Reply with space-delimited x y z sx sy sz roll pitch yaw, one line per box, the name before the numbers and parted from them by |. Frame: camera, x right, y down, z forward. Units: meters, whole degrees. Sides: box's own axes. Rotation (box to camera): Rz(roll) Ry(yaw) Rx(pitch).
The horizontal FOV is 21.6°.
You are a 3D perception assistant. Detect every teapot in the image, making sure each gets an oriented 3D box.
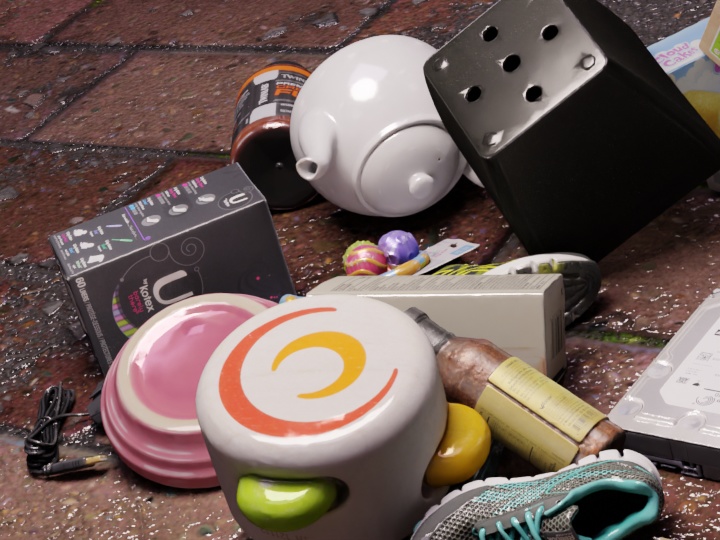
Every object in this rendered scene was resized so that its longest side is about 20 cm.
teapot | 0.038 -0.123 1.852 0.200 0.197 0.146 -32 48 -1

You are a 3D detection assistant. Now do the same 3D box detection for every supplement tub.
supplement tub | -0.084 -0.154 2.023 0.107 0.107 0.200 -13 30 6

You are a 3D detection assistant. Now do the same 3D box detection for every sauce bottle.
sauce bottle | 0.109 0.095 1.463 0.200 0.066 0.066 36 53 22

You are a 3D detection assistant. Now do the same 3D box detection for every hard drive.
hard drive | 0.297 0.087 1.484 0.140 0.038 0.200 9 39 39

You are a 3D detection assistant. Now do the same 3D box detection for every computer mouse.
computer mouse | -0.209 0.120 1.679 0.200 0.046 0.140 -10 29 12

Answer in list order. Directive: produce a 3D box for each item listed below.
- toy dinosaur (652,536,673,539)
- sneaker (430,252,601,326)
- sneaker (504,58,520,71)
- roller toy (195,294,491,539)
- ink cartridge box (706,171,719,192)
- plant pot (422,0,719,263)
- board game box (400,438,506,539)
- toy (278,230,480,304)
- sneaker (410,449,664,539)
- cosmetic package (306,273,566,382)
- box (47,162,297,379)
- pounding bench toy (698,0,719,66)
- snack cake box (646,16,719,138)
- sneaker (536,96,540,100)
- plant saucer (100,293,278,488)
toy dinosaur | 0.202 0.238 1.275 0.200 0.058 0.101 -11 44 26
sneaker | 0.111 0.017 1.661 0.200 0.075 0.085 -15 29 4
sneaker | 0.151 -0.193 1.839 0.080 0.071 0.200 -20 -8 7
roller toy | -0.021 0.121 1.427 0.200 0.140 0.182 -28 42 -16
ink cartridge box | 0.445 -0.117 1.755 0.200 0.050 0.161 -29 31 -29
plant pot | 0.173 -0.142 1.676 0.200 0.177 0.200 -37 52 10
board game box | 0.038 0.163 1.496 0.135 0.028 0.200 -3 32 25
toy | 0.000 0.000 1.742 0.200 0.047 0.115 -28 10 -10
sneaker | 0.127 0.180 1.345 0.200 0.078 0.091 -21 2 -5
cosmetic package | 0.065 0.052 1.566 0.200 0.087 0.103 0 9 17
box | -0.177 0.000 1.790 0.200 0.122 0.106 -23 29 -10
pounding bench toy | 0.445 -0.218 1.720 0.156 0.124 0.200 -39 71 -22
snack cake box | 0.345 -0.178 1.832 0.200 0.115 0.067 -27 31 -18
sneaker | 0.213 -0.112 1.829 0.075 0.081 0.200 -51 35 -1
plant saucer | -0.131 0.092 1.624 0.200 0.051 0.201 -8 48 9
